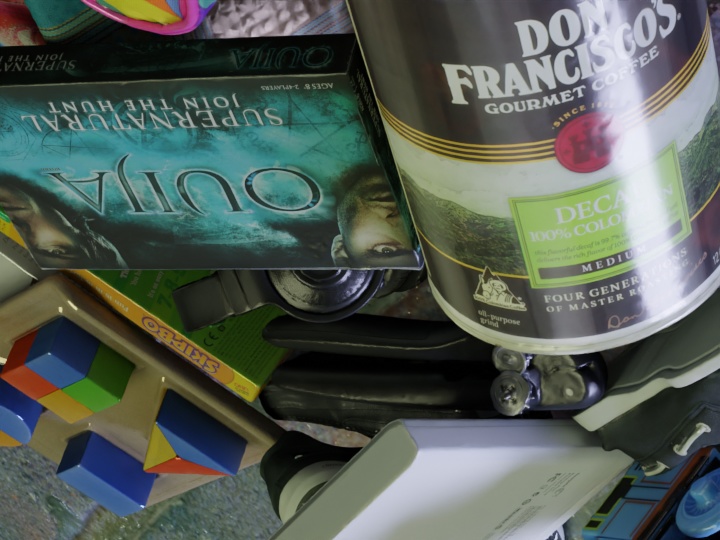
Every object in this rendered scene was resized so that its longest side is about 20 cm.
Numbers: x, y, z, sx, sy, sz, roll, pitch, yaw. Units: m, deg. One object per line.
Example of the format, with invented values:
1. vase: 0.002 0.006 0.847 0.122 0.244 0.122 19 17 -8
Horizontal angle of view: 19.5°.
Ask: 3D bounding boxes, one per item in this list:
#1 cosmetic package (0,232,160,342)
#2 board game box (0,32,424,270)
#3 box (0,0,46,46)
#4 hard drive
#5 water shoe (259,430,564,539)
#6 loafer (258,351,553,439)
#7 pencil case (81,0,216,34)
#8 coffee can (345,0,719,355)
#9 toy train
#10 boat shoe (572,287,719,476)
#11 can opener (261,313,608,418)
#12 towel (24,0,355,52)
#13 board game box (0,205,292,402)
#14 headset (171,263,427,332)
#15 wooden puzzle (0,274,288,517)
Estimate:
1. cosmetic package: -0.208 -0.016 1.280 0.200 0.081 0.113 34 149 4
2. board game box: -0.079 -0.050 0.955 0.199 0.028 0.135 0 142 20
3. box: -0.177 -0.159 1.045 0.199 0.100 0.095 12 161 33
4. hard drive: 0.046 0.124 1.093 0.132 0.200 0.027 -46 61 27
5. water shoe: 0.034 0.134 1.220 0.200 0.072 0.079 20 -163 -34
6. loafer: 0.022 0.075 1.181 0.200 0.068 0.071 -6 109 42
7. pencil case: -0.050 -0.187 0.835 0.088 0.200 0.088 24 153 13
8. coffee can: 0.076 -0.086 0.876 0.146 0.146 0.200 13 140 32
9. toy train: 0.150 0.177 1.080 0.087 0.200 0.114 48 156 -18
10. boat shoe: 0.174 0.051 1.020 0.060 0.076 0.200 41 158 -4
11. can opener: 0.038 0.047 1.090 0.199 0.079 0.064 -6 103 28
12. towel: -0.078 -0.130 0.964 0.022 0.146 0.200 49 166 39
13. board game box: -0.115 -0.018 1.178 0.200 0.096 0.030 35 147 4
14. headset: 0.000 0.000 1.072 0.200 0.123 0.094 -22 90 27
15. wooden puzzle: -0.161 0.088 1.250 0.185 0.046 0.200 36 146 -26
